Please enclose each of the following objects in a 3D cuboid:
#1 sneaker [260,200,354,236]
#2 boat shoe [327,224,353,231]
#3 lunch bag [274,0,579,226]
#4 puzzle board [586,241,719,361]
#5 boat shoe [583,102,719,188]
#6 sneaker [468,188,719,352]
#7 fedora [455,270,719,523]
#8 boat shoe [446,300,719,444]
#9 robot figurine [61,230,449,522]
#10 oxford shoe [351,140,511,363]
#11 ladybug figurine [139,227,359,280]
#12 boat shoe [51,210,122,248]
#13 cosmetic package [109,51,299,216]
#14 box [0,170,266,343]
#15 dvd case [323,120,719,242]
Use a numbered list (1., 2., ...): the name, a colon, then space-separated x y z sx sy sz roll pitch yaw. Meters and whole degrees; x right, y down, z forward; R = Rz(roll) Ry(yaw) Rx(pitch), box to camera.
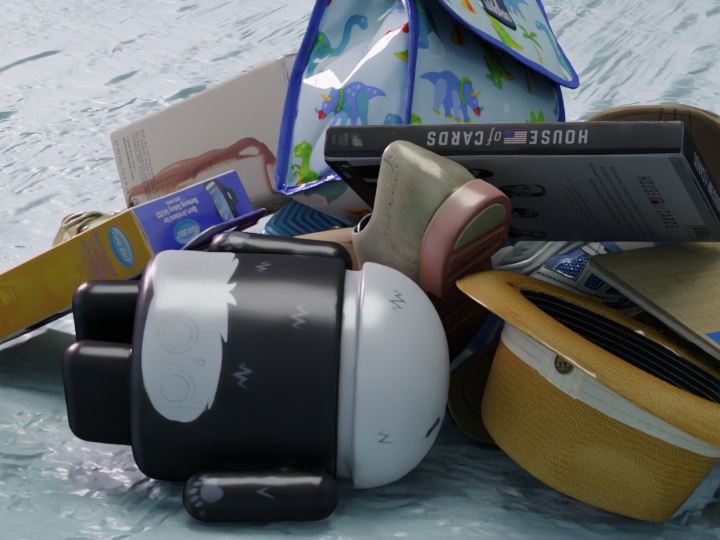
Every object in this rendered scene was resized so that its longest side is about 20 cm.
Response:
1. sneaker: 0.023 -0.023 1.693 0.200 0.077 0.081 -8 -4 -22
2. boat shoe: 0.000 0.000 1.562 0.200 0.057 0.069 9 16 -14
3. lunch bag: 0.049 -0.122 1.583 0.127 0.200 0.170 -6 -20 37
4. puzzle board: 0.250 0.018 1.406 0.200 0.017 0.151 -8 30 -31
5. boat shoe: 0.220 -0.066 1.588 0.200 0.073 0.063 9 7 -22
6. sneaker: 0.147 0.000 1.506 0.200 0.077 0.076 -18 -4 16
7. fedora: 0.127 0.072 1.299 0.200 0.082 0.201 25 11 -5
8. boat shoe: 0.134 0.059 1.433 0.200 0.073 0.065 -12 -5 -21
9. robot figurine: -0.053 0.054 1.307 0.200 0.150 0.125 3 -1 1
10. oxford shoe: 0.031 0.001 1.384 0.074 0.200 0.071 42 55 20
11. ladybug figurine: -0.056 0.026 1.444 0.200 0.072 0.136 -12 -7 -28
12. boat shoe: -0.151 -0.011 1.612 0.073 0.063 0.201 -3 17 -19
13. cosmetic package: -0.069 -0.085 1.703 0.103 0.087 0.200 -11 -6 -41
14. box: -0.152 -0.005 1.461 0.200 0.042 0.119 -27 0 30
15. dvd case: 0.096 -0.048 1.397 0.200 0.025 0.150 0 -17 18
